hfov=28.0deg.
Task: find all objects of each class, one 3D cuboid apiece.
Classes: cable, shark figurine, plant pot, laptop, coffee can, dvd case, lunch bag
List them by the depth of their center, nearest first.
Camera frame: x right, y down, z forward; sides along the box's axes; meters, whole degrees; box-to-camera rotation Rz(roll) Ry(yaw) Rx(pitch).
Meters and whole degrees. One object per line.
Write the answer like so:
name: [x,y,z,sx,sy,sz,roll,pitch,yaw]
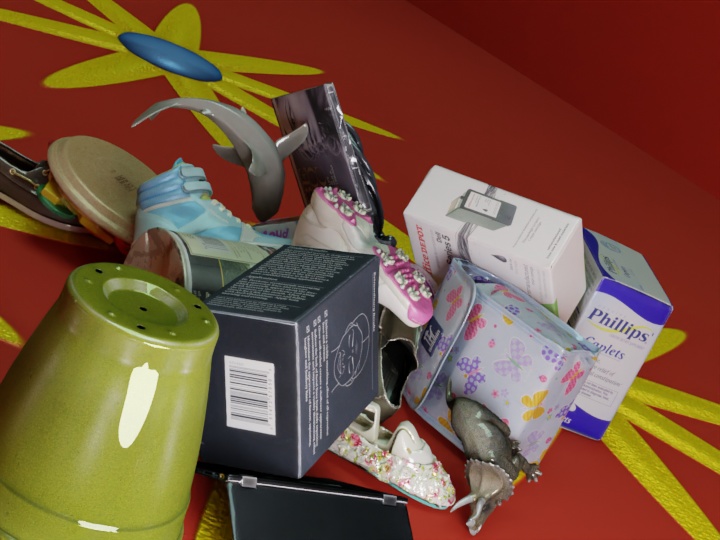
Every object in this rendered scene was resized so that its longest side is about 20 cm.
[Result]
plant pot: [-0.206,0.106,1.176,0.198,0.195,0.201,22,19,-8]
laptop: [-0.056,0.244,1.277,0.185,0.118,0.199,13,-7,-30]
coffee can: [-0.135,0.042,1.501,0.198,0.148,0.146,9,24,-36]
lunch bag: [0.139,0.106,1.625,0.200,0.171,0.126,39,19,34]
shark figurine: [-0.145,-0.142,1.645,0.214,0.128,0.090,39,27,-26]
dvd case: [-0.049,-0.139,1.694,0.016,0.151,0.200,-20,9,-18]
cable: [-0.003,-0.106,1.770,0.163,0.050,0.202,53,13,-81]

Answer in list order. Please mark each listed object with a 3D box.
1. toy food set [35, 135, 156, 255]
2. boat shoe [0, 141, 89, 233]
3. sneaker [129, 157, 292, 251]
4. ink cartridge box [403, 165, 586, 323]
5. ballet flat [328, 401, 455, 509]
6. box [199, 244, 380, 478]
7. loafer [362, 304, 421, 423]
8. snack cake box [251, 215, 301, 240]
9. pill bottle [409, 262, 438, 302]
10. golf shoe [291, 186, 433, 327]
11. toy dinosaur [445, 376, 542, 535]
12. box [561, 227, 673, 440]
toy food set: [-0.287,-0.086,1.688,0.197,0.049,0.200,37,21,-11]
boat shoe: [-0.389,-0.106,1.711,0.198,0.060,0.072,24,18,-1]
sneaker: [-0.161,-0.062,1.621,0.197,0.080,0.132,4,67,-23]
ink cartridge box: [0.161,-0.024,1.716,0.198,0.084,0.146,22,-28,26]
ballet flat: [0.016,0.172,1.468,0.198,0.064,0.076,27,18,6]
box: [-0.064,0.078,1.347,0.106,0.151,0.200,7,20,21]
loafer: [0.040,0.086,1.573,0.075,0.069,0.202,42,49,-32]
snack cake box: [-0.070,-0.031,1.757,0.113,0.068,0.200,-6,4,4]
pill bottle: [0.008,0.053,1.694,0.112,0.113,0.199,32,20,22]
golf shoe: [0.000,0.000,1.574,0.200,0.092,0.075,49,21,27]
toy dinosaur: [0.130,0.178,1.495,0.102,0.076,0.202,47,25,-50]
box: [0.291,0.077,1.834,0.104,0.202,0.184,22,19,-10]
